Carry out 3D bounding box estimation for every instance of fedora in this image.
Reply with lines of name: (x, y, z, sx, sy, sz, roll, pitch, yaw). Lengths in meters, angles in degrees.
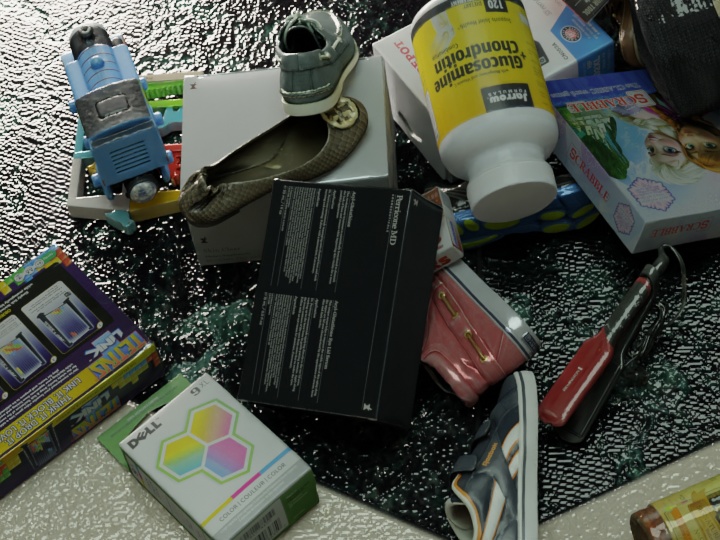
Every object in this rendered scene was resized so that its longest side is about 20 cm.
fedora: (0.309, -0.217, 1.719, 0.091, 0.201, 0.202, -22, 52, 3)

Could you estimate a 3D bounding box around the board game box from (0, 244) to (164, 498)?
board game box: (-0.309, 0.091, 1.695, 0.199, 0.057, 0.165, -37, 59, -19)

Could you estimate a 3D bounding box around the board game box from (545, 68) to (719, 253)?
board game box: (0.286, -0.110, 1.722, 0.199, 0.041, 0.200, -11, 49, -29)

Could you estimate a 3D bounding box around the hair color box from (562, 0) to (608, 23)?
hair color box: (0.251, -0.330, 1.836, 0.064, 0.111, 0.200, 41, 24, -7)

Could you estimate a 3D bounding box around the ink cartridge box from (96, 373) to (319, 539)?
ink cartridge box: (-0.140, 0.162, 1.613, 0.104, 0.060, 0.200, -39, 57, -19)

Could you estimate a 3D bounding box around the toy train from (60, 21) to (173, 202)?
toy train: (-0.242, -0.160, 1.809, 0.086, 0.115, 0.201, -18, 53, -6)

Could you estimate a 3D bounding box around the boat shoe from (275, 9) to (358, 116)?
boat shoe: (-0.044, -0.212, 1.729, 0.072, 0.062, 0.200, -7, 29, 9)

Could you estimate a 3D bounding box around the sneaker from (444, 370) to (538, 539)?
sneaker: (0.112, 0.172, 1.557, 0.079, 0.079, 0.201, 3, 55, 3)

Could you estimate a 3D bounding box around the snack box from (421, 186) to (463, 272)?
snack box: (0.000, 0.000, 1.686, 0.199, 0.024, 0.072, -29, 50, 20)

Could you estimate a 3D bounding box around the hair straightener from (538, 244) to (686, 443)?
hair straightener: (0.231, 0.066, 1.625, 0.041, 0.077, 0.201, 20, 73, 44)

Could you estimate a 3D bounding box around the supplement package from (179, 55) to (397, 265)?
supplement package: (-0.067, -0.106, 1.772, 0.198, 0.111, 0.157, -6, 52, 5)

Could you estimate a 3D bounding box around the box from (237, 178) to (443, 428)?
box: (-0.016, 0.029, 1.619, 0.140, 0.079, 0.202, 6, 82, 29)

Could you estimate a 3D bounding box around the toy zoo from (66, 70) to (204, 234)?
toy zoo: (-0.226, -0.118, 1.861, 0.130, 0.021, 0.201, -4, 53, 5)

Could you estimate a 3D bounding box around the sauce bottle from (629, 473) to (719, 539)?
sauce bottle: (0.323, 0.190, 1.520, 0.199, 0.066, 0.066, -24, 53, -8)

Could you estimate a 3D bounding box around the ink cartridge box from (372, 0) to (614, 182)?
ink cartridge box: (0.132, -0.199, 1.830, 0.199, 0.084, 0.145, -28, 56, -13)

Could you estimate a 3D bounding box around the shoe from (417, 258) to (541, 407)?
shoe: (0.073, 0.040, 1.666, 0.091, 0.072, 0.200, -41, 46, -4)

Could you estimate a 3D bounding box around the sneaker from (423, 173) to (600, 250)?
sneaker: (0.151, -0.076, 1.742, 0.198, 0.071, 0.083, -10, 58, 4)

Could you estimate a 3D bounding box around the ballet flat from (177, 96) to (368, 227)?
ballet flat: (-0.080, -0.106, 1.675, 0.199, 0.047, 0.068, -30, 57, -12)

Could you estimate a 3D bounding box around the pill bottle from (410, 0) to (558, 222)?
pill bottle: (0.118, -0.152, 1.686, 0.111, 0.112, 0.202, -13, 68, -1)

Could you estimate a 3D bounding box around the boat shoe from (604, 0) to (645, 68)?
boat shoe: (0.283, -0.261, 1.858, 0.067, 0.072, 0.200, -3, 31, 25)
